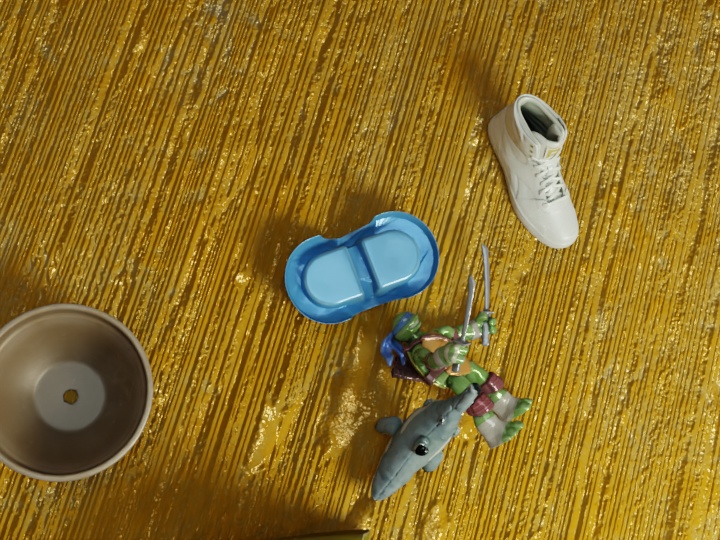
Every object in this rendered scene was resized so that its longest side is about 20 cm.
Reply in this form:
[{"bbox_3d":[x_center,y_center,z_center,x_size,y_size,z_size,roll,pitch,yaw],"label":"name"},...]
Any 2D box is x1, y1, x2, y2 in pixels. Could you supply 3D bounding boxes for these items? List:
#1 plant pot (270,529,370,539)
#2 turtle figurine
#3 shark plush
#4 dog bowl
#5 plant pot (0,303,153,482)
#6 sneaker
[{"bbox_3d":[-0.084,0.388,1.185,0.175,0.200,0.201,2,78,3],"label":"plant pot"},{"bbox_3d":[0.144,0.100,1.293,0.200,0.144,0.194,-40,94,-4],"label":"turtle figurine"},{"bbox_3d":[0.086,0.202,1.255,0.091,0.200,0.083,50,36,-6],"label":"shark plush"},{"bbox_3d":[0.000,0.000,1.342,0.199,0.050,0.112,-20,82,-12],"label":"dog bowl"},{"bbox_3d":[-0.340,0.144,1.237,0.200,0.093,0.202,2,78,-8],"label":"plant pot"},{"bbox_3d":[0.234,-0.128,1.371,0.073,0.116,0.201,-26,85,-15],"label":"sneaker"}]
